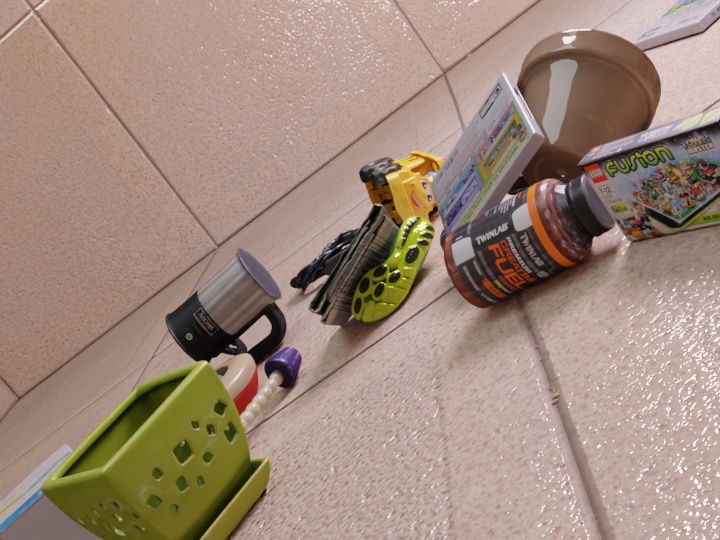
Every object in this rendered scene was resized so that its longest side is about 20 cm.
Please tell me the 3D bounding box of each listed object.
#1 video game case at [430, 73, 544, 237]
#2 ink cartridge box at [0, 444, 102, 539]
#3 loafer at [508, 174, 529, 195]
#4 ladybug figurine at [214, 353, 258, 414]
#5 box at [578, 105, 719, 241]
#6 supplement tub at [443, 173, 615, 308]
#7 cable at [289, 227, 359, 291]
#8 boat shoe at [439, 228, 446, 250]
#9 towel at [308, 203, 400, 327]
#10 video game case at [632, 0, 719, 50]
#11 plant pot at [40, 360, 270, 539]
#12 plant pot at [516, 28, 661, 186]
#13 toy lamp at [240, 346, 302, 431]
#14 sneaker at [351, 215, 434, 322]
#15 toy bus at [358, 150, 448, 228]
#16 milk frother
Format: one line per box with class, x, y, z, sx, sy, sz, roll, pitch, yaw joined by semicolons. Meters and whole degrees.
video game case;0.168;-0.146;1.340;0.201;0.022;0.183;-57;24;27
ink cartridge box;-0.433;0.369;1.433;0.144;0.148;0.199;-42;14;-17
loafer;0.294;-0.193;1.508;0.199;0.072;0.073;-39;13;-3
ladybug figurine;-0.229;0.214;1.565;0.200;0.072;0.135;-48;17;-33
box;0.327;-0.096;1.011;0.035;0.111;0.199;-43;13;-25
supplement tub;0.202;-0.040;1.168;0.199;0.107;0.107;-30;15;34
cable;-0.064;-0.029;1.982;0.199;0.051;0.164;-36;13;17
boat shoe;0.157;-0.034;1.353;0.062;0.073;0.199;-38;17;-20
towel;0.000;0.000;1.504;0.194;0.034;0.200;-57;-14;0
video game case;0.591;-0.460;1.713;0.182;0.022;0.200;-42;13;-12
plant pot;-0.240;0.256;1.212;0.199;0.182;0.199;-23;19;49
plant pot;0.295;-0.194;1.327;0.199;0.199;0.177;-22;39;51
toy lamp;-0.146;0.188;1.464;0.058;0.058;0.201;-27;17;38
sneaker;0.056;0.008;1.526;0.201;0.073;0.084;-53;-15;-25
toy bus;0.112;-0.156;1.805;0.189;0.138;0.200;-24;14;-8
milk frother;-0.231;0.073;1.810;0.187;0.181;0.200;-40;19;9
